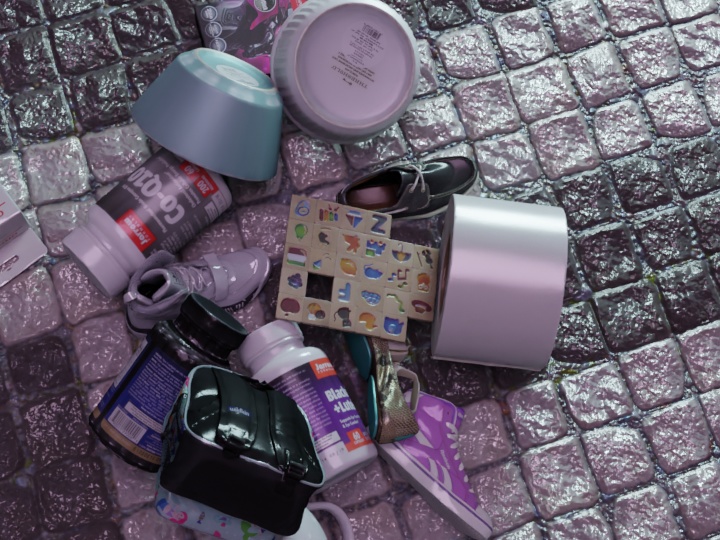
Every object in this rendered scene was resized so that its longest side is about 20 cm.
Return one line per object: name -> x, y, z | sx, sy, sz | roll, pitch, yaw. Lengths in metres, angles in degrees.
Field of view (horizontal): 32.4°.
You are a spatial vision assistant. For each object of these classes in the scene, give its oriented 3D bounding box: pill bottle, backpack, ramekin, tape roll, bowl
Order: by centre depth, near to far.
backpack -> -0.138, 0.200, 1.369 | 0.177, 0.200, 0.151 | 24, 113, -18
pill bottle -> -0.226, 0.131, 1.482 | 0.112, 0.112, 0.200 | 37, 94, 8
pill bottle -> -0.071, 0.163, 1.507 | 0.111, 0.111, 0.201 | -27, 77, -10
tape roll -> 0.167, 0.014, 1.519 | 0.138, 0.203, 0.204 | 6, 73, -1
bowl -> -0.177, -0.207, 1.556 | 0.200, 0.201, 0.105 | 28, 110, 6
pill bottle -> -0.270, -0.065, 1.565 | 0.200, 0.114, 0.114 | -43, 80, -14
ramekin -> -0.015, -0.263, 1.605 | 0.199, 0.105, 0.202 | -1, 97, -9

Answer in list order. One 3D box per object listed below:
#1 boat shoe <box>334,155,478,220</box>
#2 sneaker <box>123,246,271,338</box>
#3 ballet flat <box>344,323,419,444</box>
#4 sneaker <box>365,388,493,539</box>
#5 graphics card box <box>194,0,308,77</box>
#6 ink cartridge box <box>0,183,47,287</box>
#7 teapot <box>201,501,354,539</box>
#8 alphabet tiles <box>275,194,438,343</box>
boat shoe -> 0.064, -0.107, 1.621 | 0.199, 0.068, 0.072 | -16, 73, -9
sneaker -> -0.204, 0.015, 1.541 | 0.199, 0.115, 0.075 | -25, 71, -10
ballet flat -> 0.032, 0.127, 1.533 | 0.075, 0.068, 0.201 | -3, 49, -15
sneaker -> 0.110, 0.229, 1.520 | 0.114, 0.073, 0.200 | -42, 79, -17
graphics card box -> -0.116, -0.317, 1.682 | 0.199, 0.051, 0.126 | -14, 75, -6
ink cartridge box -> -0.505, -0.075, 1.580 | 0.116, 0.068, 0.200 | -38, 79, -12
teapot -> -0.102, 0.367, 1.428 | 0.199, 0.198, 0.146 | -33, 109, 7
alphabet tiles -> 0.000, 0.000, 1.548 | 0.199, 0.008, 0.168 | 12, 66, -12
